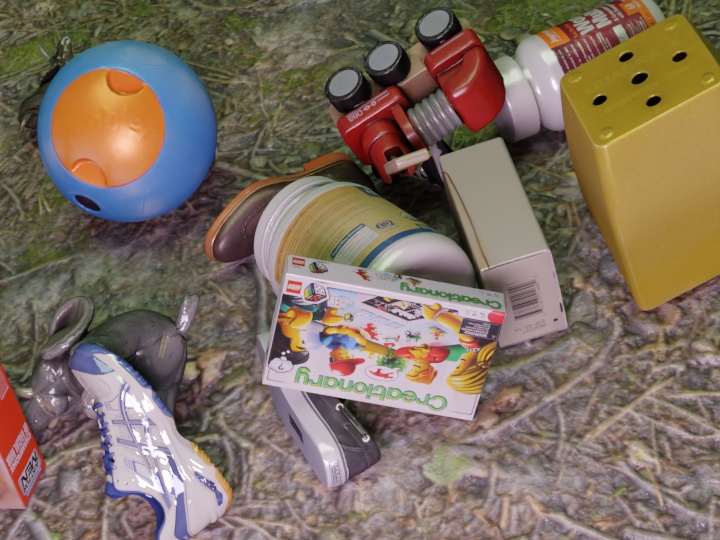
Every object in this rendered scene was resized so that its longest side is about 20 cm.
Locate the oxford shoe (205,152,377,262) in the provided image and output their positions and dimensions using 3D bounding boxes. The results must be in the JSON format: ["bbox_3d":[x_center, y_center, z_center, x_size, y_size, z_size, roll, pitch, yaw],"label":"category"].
[{"bbox_3d":[-0.073,-0.060,1.822,0.200,0.071,0.073,-32,45,-19],"label":"oxford shoe"}]

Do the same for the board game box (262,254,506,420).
[{"bbox_3d":[0.019,0.061,1.527,0.199,0.127,0.035,10,34,-5],"label":"board game box"}]

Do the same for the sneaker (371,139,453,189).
[{"bbox_3d":[0.056,-0.121,1.869,0.083,0.072,0.200,-43,38,5],"label":"sneaker"}]

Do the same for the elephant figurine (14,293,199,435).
[{"bbox_3d":[-0.269,0.096,1.665,0.155,0.142,0.200,-9,9,-40],"label":"elephant figurine"}]

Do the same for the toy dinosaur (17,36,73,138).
[{"bbox_3d":[-0.384,-0.210,2.138,0.102,0.077,0.200,-7,42,32],"label":"toy dinosaur"}]

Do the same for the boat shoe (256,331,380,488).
[{"bbox_3d":[-0.038,0.120,1.586,0.066,0.070,0.200,-18,37,-15],"label":"boat shoe"}]

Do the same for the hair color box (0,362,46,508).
[{"bbox_3d":[-0.382,0.132,1.589,0.110,0.201,0.064,-3,38,17],"label":"hair color box"}]

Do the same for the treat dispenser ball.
[{"bbox_3d":[-0.260,-0.155,1.901,0.200,0.201,0.201,-10,38,8],"label":"treat dispenser ball"}]

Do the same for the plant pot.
[{"bbox_3d":[0.298,-0.120,1.632,0.199,0.177,0.200,-28,37,9],"label":"plant pot"}]

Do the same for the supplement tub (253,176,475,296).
[{"bbox_3d":[0.000,0.000,1.656,0.144,0.145,0.200,-34,41,-21],"label":"supplement tub"}]

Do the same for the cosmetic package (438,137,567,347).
[{"bbox_3d":[0.139,-0.030,1.676,0.073,0.104,0.200,-17,36,0],"label":"cosmetic package"}]

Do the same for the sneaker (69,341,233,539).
[{"bbox_3d":[-0.204,0.157,1.519,0.088,0.200,0.075,-40,-2,-16],"label":"sneaker"}]

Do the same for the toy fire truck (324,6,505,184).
[{"bbox_3d":[0.067,-0.159,1.746,0.176,0.129,0.200,-32,48,8],"label":"toy fire truck"}]

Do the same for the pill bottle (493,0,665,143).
[{"bbox_3d":[0.238,-0.220,1.868,0.199,0.110,0.110,-23,38,-9],"label":"pill bottle"}]
